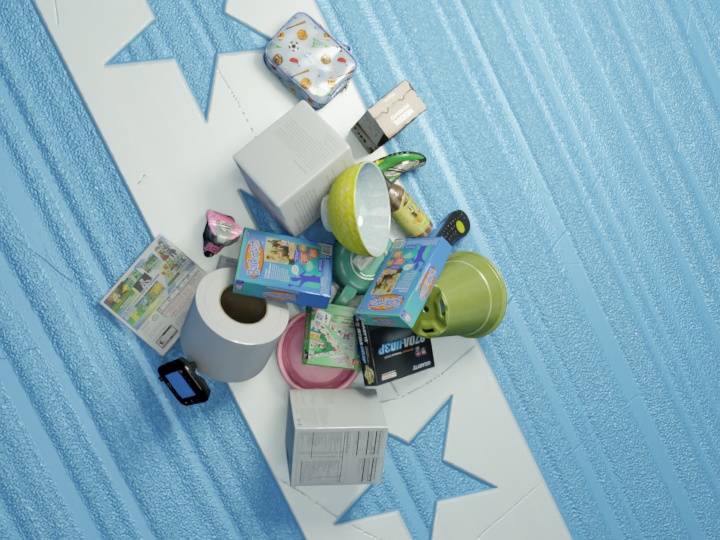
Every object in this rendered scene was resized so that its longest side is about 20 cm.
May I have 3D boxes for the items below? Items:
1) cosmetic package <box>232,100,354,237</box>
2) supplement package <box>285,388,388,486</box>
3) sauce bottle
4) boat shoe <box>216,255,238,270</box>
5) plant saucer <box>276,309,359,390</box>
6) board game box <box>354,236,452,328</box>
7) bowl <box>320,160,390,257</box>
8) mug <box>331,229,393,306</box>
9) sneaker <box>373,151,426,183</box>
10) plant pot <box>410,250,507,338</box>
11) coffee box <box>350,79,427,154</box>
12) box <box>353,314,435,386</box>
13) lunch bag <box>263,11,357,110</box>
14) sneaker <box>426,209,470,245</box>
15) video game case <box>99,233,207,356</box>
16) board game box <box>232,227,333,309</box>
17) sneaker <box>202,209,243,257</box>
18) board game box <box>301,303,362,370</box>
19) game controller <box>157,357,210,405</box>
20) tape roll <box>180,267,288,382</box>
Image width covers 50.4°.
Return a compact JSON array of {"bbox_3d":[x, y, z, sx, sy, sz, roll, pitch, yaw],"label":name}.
[{"bbox_3d":[-0.133,-0.215,1.644,0.200,0.168,0.166,-40,69,-9],"label":"cosmetic package"},{"bbox_3d":[-0.056,0.360,1.662,0.198,0.152,0.152,1,113,-11],"label":"supplement package"},{"bbox_3d":[0.087,-0.149,1.727,0.065,0.065,0.200,-51,124,-8],"label":"sauce bottle"},{"bbox_3d":[-0.221,0.001,1.697,0.198,0.074,0.068,5,88,-11],"label":"boat shoe"},{"bbox_3d":[-0.093,0.184,1.731,0.198,0.051,0.203,0,89,-12],"label":"plant saucer"},{"bbox_3d":[0.089,0.023,1.599,0.045,0.151,0.201,43,65,-30],"label":"board game box"},{"bbox_3d":[-0.020,-0.124,1.607,0.107,0.200,0.202,-4,90,23],"label":"bowl"},{"bbox_3d":[0.010,-0.005,1.721,0.150,0.114,0.187,-2,89,-11],"label":"mug"},{"bbox_3d":[0.060,-0.220,1.762,0.198,0.078,0.086,-21,100,-2],"label":"sneaker"},{"bbox_3d":[0.190,0.069,1.673,0.189,0.199,0.202,-13,92,-52],"label":"plant pot"},{"bbox_3d":[0.059,-0.335,1.692,0.113,0.200,0.080,-39,96,-9],"label":"coffee box"},{"bbox_3d":[0.078,0.160,1.717,0.199,0.046,0.161,-9,90,-45],"label":"box"},{"bbox_3d":[-0.108,-0.472,1.728,0.200,0.076,0.161,42,80,-7],"label":"lunch bag"},{"bbox_3d":[0.186,-0.076,1.763,0.066,0.078,0.200,54,44,-10],"label":"sneaker"},{"bbox_3d":[-0.437,0.054,1.682,0.182,0.022,0.200,41,83,-8],"label":"video game case"},{"bbox_3d":[-0.159,-0.006,1.611,0.198,0.045,0.153,11,47,-9],"label":"board game box"},{"bbox_3d":[-0.304,-0.067,1.627,0.078,0.200,0.096,22,97,-16],"label":"sneaker"},{"bbox_3d":[-0.034,0.148,1.684,0.198,0.029,0.136,12,77,-33],"label":"board game box"},{"bbox_3d":[-0.372,0.236,1.606,0.042,0.200,0.105,-29,92,-30],"label":"game controller"},{"bbox_3d":[-0.264,0.113,1.605,0.201,0.140,0.204,17,44,-17],"label":"tape roll"}]
